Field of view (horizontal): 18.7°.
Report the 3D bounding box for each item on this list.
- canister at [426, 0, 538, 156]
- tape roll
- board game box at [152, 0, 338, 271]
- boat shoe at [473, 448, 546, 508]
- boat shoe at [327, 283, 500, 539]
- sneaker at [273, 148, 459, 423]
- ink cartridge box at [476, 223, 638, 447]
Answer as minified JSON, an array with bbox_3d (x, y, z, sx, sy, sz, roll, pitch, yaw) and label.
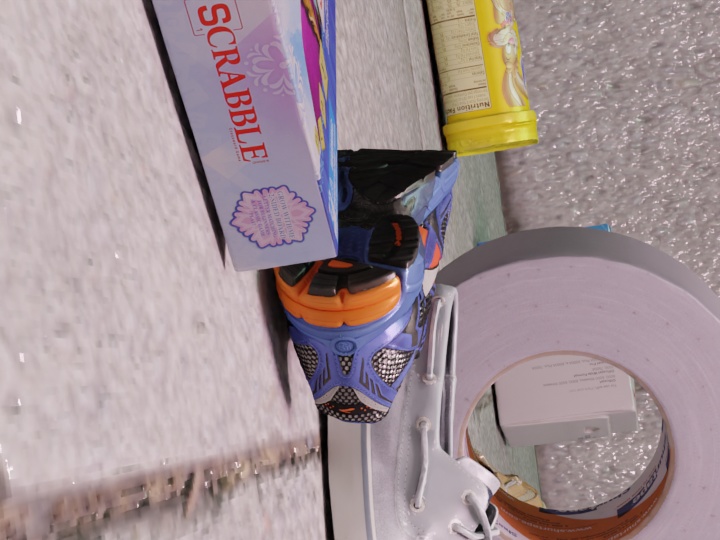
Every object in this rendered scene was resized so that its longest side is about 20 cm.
[{"bbox_3d":[0.108,-0.212,2.035,0.149,0.086,0.201,-15,95,-84],"label":"canister"},{"bbox_3d":[0.102,0.082,1.085,0.066,0.200,0.201,-68,150,-76],"label":"tape roll"},{"bbox_3d":[-0.045,-0.140,0.769,0.200,0.041,0.200,-92,171,-45],"label":"board game box"},{"bbox_3d":[0.077,0.147,1.403,0.200,0.071,0.076,-42,112,-82],"label":"boat shoe"},{"bbox_3d":[0.025,0.095,0.959,0.070,0.071,0.201,69,16,-67],"label":"boat shoe"},{"bbox_3d":[0.000,0.000,0.929,0.200,0.075,0.079,-63,154,-65],"label":"sneaker"},{"bbox_3d":[0.210,0.072,2.306,0.147,0.144,0.201,56,26,-74],"label":"ink cartridge box"}]
